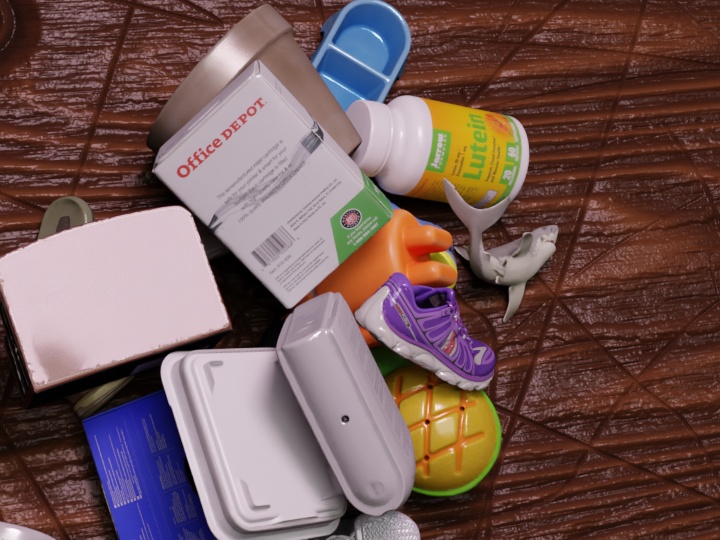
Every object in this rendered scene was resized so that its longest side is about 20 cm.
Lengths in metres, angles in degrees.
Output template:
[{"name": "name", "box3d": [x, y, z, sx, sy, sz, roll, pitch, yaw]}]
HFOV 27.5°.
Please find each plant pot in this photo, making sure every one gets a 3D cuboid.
[{"name": "plant pot", "box3d": [-0.099, -0.153, 1.571, 0.173, 0.200, 0.200, 41, 64, -1]}]

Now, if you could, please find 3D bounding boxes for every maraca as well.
[{"name": "maraca", "box3d": [0.056, 0.156, 1.574, 0.200, 0.107, 0.137, 34, 79, 12]}]

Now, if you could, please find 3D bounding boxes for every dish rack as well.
[{"name": "dish rack", "box3d": [-0.092, 0.158, 1.403, 0.171, 0.044, 0.201, 2, 61, -47]}]

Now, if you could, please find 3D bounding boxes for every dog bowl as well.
[{"name": "dog bowl", "box3d": [-0.009, -0.233, 1.715, 0.111, 0.050, 0.200, 30, 65, -7]}]

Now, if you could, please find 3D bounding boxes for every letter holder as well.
[{"name": "letter holder", "box3d": [-0.248, 0.031, 1.432, 0.199, 0.101, 0.143, -18, 82, -21]}]

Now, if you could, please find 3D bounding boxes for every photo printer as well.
[{"name": "photo printer", "box3d": [-0.008, 0.133, 1.418, 0.069, 0.166, 0.200, -25, 101, 7]}]

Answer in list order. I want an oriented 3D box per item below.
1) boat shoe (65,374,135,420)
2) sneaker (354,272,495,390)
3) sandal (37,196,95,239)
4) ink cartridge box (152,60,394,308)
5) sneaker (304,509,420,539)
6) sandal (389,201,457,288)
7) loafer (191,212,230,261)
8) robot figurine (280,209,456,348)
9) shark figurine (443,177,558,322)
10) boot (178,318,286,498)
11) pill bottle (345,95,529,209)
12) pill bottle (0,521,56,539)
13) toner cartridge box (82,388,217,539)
[{"name": "boat shoe", "box3d": [-0.231, 0.067, 1.520, 0.200, 0.072, 0.068, -41, 90, -24]}, {"name": "sneaker", "box3d": [0.084, 0.062, 1.510, 0.084, 0.081, 0.200, -53, 137, 7]}, {"name": "sandal", "box3d": [-0.317, 0.012, 1.503, 0.079, 0.057, 0.202, -9, 65, 14]}, {"name": "ink cartridge box", "box3d": [-0.087, -0.087, 1.464, 0.147, 0.083, 0.200, -40, 108, 9]}, {"name": "sneaker", "box3d": [-0.044, 0.276, 1.495, 0.199, 0.114, 0.076, 5, 75, -5]}, {"name": "sandal", "box3d": [0.029, -0.045, 1.659, 0.200, 0.080, 0.087, 38, 27, 4]}, {"name": "loafer", "box3d": [-0.190, -0.037, 1.572, 0.200, 0.070, 0.070, -22, 89, -24]}, {"name": "robot figurine", "box3d": [0.000, -0.002, 1.574, 0.117, 0.199, 0.144, -67, 140, -54]}, {"name": "shark figurine", "box3d": [0.139, -0.023, 1.667, 0.089, 0.214, 0.128, 28, 93, 32]}, {"name": "boot", "box3d": [-0.110, 0.137, 1.493, 0.168, 0.076, 0.201, 18, 65, -55]}, {"name": "pill bottle", "box3d": [0.080, -0.135, 1.660, 0.199, 0.111, 0.111, 8, 69, -27]}, {"name": "pill bottle", "box3d": [-0.352, 0.340, 1.360, 0.113, 0.114, 0.201, 17, 66, -13]}, {"name": "toner cartridge box", "box3d": [-0.201, 0.229, 1.470, 0.095, 0.043, 0.201, -21, 78, 6]}]
